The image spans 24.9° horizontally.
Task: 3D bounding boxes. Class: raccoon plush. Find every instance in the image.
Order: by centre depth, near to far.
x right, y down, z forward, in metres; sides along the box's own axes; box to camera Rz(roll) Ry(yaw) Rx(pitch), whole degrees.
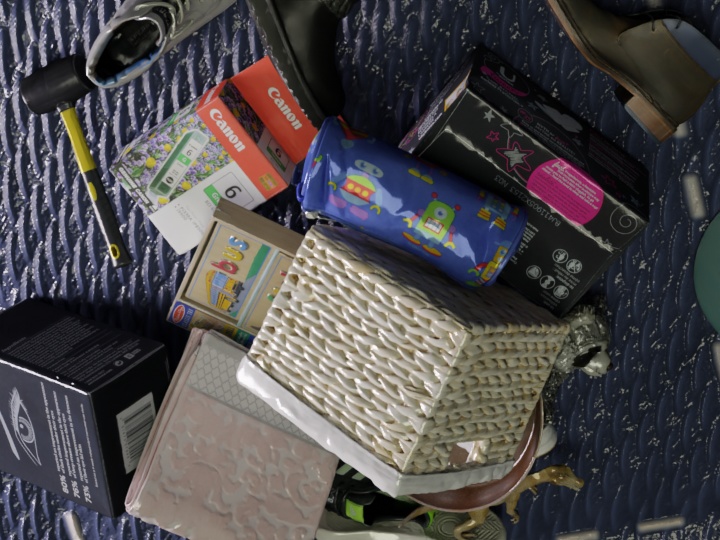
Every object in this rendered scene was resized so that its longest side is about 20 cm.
[{"bbox_3d":[0.140,0.060,1.543,0.200,0.097,0.134,22,111,-3],"label":"raccoon plush"}]

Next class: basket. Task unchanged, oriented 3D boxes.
[{"bbox_3d":[0.039,0.072,1.411,0.200,0.198,0.161,32,106,30],"label":"basket"}]

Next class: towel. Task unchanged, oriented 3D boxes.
[{"bbox_3d":[-0.109,0.178,1.571,0.200,0.191,0.032,28,162,-27],"label":"towel"}]

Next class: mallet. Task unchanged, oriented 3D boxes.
[{"bbox_3d":[-0.261,-0.096,1.504,0.066,0.041,0.200,-13,90,21],"label":"mallet"}]

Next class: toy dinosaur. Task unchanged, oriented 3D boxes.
[{"bbox_3d":[0.115,0.222,1.606,0.200,0.058,0.101,-12,150,-17],"label":"toy dinosaur"}]

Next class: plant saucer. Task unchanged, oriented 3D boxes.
[{"bbox_3d":[0.087,0.124,1.526,0.200,0.034,0.201,4,98,32],"label":"plant saucer"}]

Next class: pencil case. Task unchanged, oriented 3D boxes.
[{"bbox_3d":[0.039,-0.053,1.371,0.200,0.078,0.087,25,90,-2],"label":"pencil case"}]

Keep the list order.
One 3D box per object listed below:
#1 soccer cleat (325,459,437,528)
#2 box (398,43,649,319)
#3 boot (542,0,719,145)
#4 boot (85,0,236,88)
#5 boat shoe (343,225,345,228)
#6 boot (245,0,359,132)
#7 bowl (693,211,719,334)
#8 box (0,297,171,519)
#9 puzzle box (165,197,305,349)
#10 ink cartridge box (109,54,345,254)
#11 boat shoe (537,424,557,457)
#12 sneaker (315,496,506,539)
[{"bbox_3d":[-0.016,0.218,1.651,0.200,0.081,0.068,6,119,8],"label":"soccer cleat"},{"bbox_3d":[0.140,-0.079,1.450,0.200,0.115,0.132,36,119,-8],"label":"box"},{"bbox_3d":[0.233,-0.209,1.399,0.097,0.075,0.200,-39,114,12],"label":"boot"},{"bbox_3d":[-0.158,-0.231,1.422,0.074,0.096,0.200,43,116,-15],"label":"boot"},{"bbox_3d":[0.002,0.000,1.540,0.074,0.065,0.202,19,121,-1],"label":"boat shoe"},{"bbox_3d":[-0.012,-0.230,1.406,0.158,0.079,0.211,-25,129,-2],"label":"boot"},{"bbox_3d":[0.405,0.023,1.471,0.200,0.105,0.201,3,118,6],"label":"bowl"},{"bbox_3d":[-0.283,0.130,1.588,0.200,0.104,0.148,17,125,34],"label":"box"},{"bbox_3d":[-0.101,0.018,1.542,0.133,0.025,0.200,25,145,-4],"label":"puzzle box"},{"bbox_3d":[-0.120,-0.111,1.507,0.200,0.050,0.109,-30,110,23],"label":"ink cartridge box"},{"bbox_3d":[0.092,0.149,1.605,0.200,0.071,0.069,-2,115,8],"label":"boat shoe"},{"bbox_3d":[0.052,0.282,1.688,0.200,0.075,0.085,3,129,11],"label":"sneaker"}]
